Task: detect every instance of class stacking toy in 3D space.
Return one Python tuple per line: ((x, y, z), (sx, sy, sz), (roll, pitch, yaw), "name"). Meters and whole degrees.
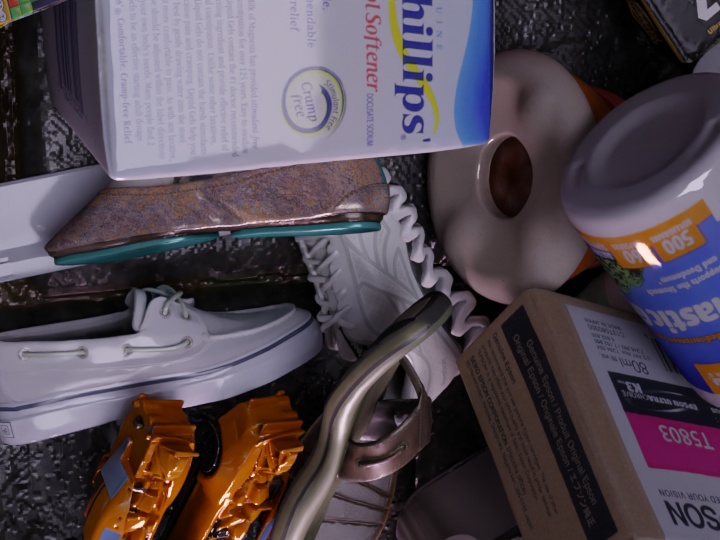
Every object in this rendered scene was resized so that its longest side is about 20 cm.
((0.153, -0.056, 0.985), (0.198, 0.146, 0.148), (-1, 107, -36), "stacking toy")

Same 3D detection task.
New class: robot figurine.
((-0.113, 0.155, 0.934), (0.144, 0.058, 0.201), (1, 129, -35), "robot figurine")

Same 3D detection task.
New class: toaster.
((0.116, 0.172, 1.022), (0.198, 0.129, 0.115), (-28, 114, -10), "toaster")

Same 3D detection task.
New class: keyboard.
((-0.129, -0.037, 0.936), (0.198, 0.011, 0.057), (-13, 104, -17), "keyboard")

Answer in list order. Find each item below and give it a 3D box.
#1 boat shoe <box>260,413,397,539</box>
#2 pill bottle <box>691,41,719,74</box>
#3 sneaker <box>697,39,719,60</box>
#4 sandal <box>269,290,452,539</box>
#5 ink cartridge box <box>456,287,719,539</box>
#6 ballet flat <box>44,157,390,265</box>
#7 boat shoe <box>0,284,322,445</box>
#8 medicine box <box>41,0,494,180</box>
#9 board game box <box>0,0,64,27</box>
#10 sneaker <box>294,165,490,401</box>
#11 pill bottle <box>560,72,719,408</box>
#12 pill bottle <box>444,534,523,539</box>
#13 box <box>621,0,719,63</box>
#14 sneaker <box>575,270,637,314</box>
((-0.034, 0.171, 1.011), (0.073, 0.063, 0.202), (23, 94, -8), "boat shoe")
((0.259, -0.041, 0.960), (0.111, 0.112, 0.201), (-33, 125, -9), "pill bottle")
((0.253, -0.134, 1.021), (0.088, 0.075, 0.202), (-18, 101, -11), "sneaker")
((0.009, 0.092, 0.907), (0.057, 0.080, 0.202), (32, 124, 10), "sandal")
((0.168, 0.109, 0.907), (0.198, 0.166, 0.075), (13, 132, -38), "ink cartridge box")
((-0.081, -0.045, 0.891), (0.197, 0.068, 0.068), (-6, 88, 9), "ballet flat")
((-0.117, 0.042, 0.926), (0.198, 0.073, 0.068), (-16, 104, -21), "boat shoe")
((-0.055, -0.124, 0.841), (0.198, 0.182, 0.104), (-7, 109, -18), "medicine box")
((-0.230, -0.217, 0.760), (0.057, 0.164, 0.202), (-34, 121, -47), "board game box")
((0.000, 0.000, 0.945), (0.081, 0.075, 0.201), (-47, 114, -23), "sneaker")
((0.201, 0.003, 0.863), (0.112, 0.112, 0.200), (-42, 116, -4), "pill bottle")
((0.118, 0.221, 0.905), (0.199, 0.111, 0.111), (32, 93, -26), "pill bottle")
((0.213, -0.245, 0.932), (0.199, 0.049, 0.160), (-39, 112, -3), "box")
((0.183, 0.044, 1.055), (0.118, 0.075, 0.199), (-32, 151, 35), "sneaker")
